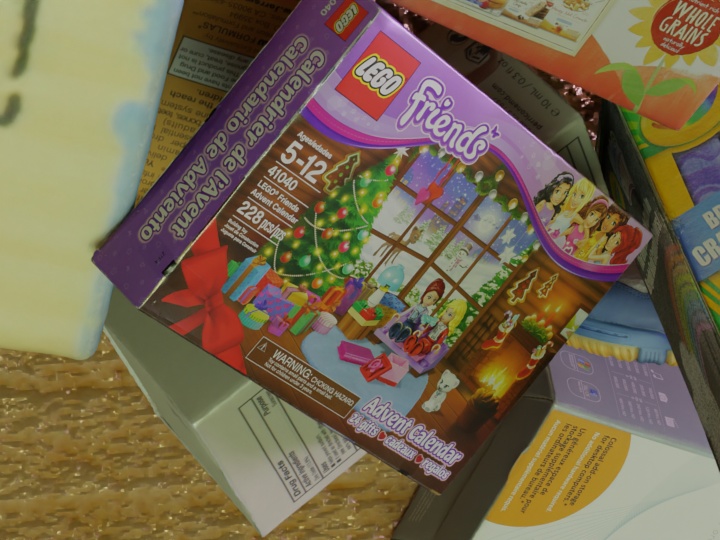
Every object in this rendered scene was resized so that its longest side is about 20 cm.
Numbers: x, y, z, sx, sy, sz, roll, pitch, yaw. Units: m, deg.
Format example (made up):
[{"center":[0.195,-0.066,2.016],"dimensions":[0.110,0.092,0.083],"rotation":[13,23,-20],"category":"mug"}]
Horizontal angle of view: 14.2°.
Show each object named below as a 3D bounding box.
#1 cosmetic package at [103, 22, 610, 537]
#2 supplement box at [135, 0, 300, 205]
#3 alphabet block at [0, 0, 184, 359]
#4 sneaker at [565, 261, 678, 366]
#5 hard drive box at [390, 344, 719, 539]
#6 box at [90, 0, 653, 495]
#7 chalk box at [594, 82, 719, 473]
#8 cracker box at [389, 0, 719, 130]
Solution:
[{"center":[0.000,0.000,1.186],"dimensions":[0.200,0.087,0.103],"rotation":[-38,146,-10],"category":"cosmetic package"},{"center":[-0.070,-0.065,1.198],"dimensions":[0.069,0.067,0.200],"rotation":[14,122,-17],"category":"supplement box"},{"center":[-0.181,-0.105,1.075],"dimensions":[0.200,0.197,0.196],"rotation":[9,123,-14],"category":"alphabet block"},{"center":[0.177,-0.011,1.280],"dimensions":[0.200,0.075,0.088],"rotation":[-6,110,-6],"category":"sneaker"},{"center":[0.138,0.120,1.355],"dimensions":[0.200,0.077,0.156],"rotation":[16,123,-19],"category":"hard drive box"},{"center":[0.010,-0.009,1.086],"dimensions":[0.137,0.039,0.200],"rotation":[-51,137,4],"category":"box"},{"center":[0.173,-0.034,1.179],"dimensions":[0.124,0.200,0.124],"rotation":[-20,165,-3],"category":"chalk box"},{"center":[0.112,-0.158,1.019],"dimensions":[0.134,0.058,0.200],"rotation":[22,124,-25],"category":"cracker box"}]
